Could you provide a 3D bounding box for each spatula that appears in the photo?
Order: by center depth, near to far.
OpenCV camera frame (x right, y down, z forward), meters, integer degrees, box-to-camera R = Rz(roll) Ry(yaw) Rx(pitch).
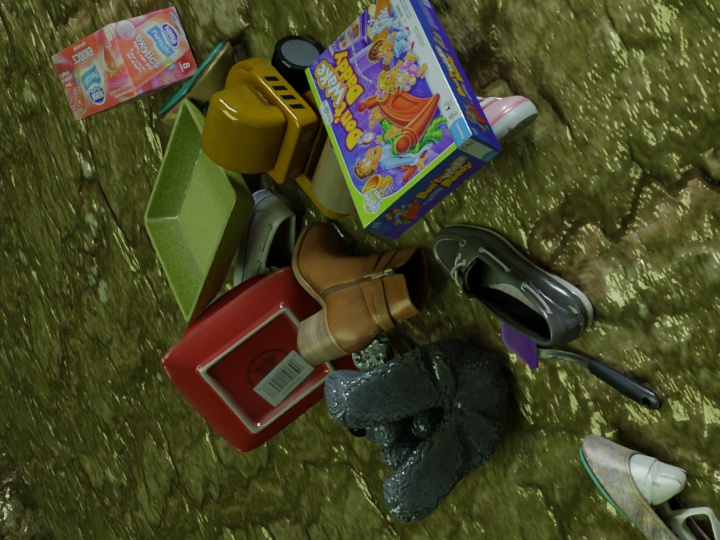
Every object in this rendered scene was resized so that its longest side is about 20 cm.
[{"bbox_3d":[0.207,0.088,1.030,0.200,0.021,0.057,24,136,41],"label":"spatula"}]

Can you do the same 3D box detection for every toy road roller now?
[{"bbox_3d":[-0.079,-0.143,1.143,0.200,0.146,0.123,49,144,20],"label":"toy road roller"}]

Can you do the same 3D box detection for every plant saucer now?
[{"bbox_3d":[-0.193,-0.074,1.299,0.200,0.048,0.200,59,135,39],"label":"plant saucer"}]

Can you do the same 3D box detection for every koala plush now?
[{"bbox_3d":[0.055,0.151,1.183,0.178,0.184,0.200,60,167,-7],"label":"koala plush"}]

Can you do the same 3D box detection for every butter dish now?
[{"bbox_3d":[-0.135,0.089,1.322,0.200,0.200,0.148,55,175,-35],"label":"butter dish"}]

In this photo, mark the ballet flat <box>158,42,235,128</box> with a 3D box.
[{"bbox_3d":[-0.189,-0.223,1.326,0.063,0.069,0.200,39,152,-15],"label":"ballet flat"}]

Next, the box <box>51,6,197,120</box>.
[{"bbox_3d":[-0.314,-0.272,1.409,0.200,0.103,0.095,-5,109,52],"label":"box"}]

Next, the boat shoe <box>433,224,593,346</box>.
[{"bbox_3d":[0.135,0.012,1.043,0.200,0.057,0.067,32,135,37],"label":"boat shoe"}]

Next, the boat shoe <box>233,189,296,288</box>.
[{"bbox_3d":[-0.112,-0.007,1.350,0.070,0.071,0.200,34,135,27],"label":"boat shoe"}]

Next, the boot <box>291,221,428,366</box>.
[{"bbox_3d":[0.000,0.000,1.186,0.155,0.200,0.077,-28,128,29],"label":"boot"}]

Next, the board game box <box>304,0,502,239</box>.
[{"bbox_3d":[0.033,-0.148,0.971,0.134,0.045,0.200,-40,53,28],"label":"board game box"}]

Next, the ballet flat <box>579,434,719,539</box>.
[{"bbox_3d":[0.289,0.224,0.990,0.200,0.068,0.067,52,125,7],"label":"ballet flat"}]

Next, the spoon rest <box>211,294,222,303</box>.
[{"bbox_3d":[-0.207,0.098,1.564,0.099,0.061,0.200,47,156,24],"label":"spoon rest"}]

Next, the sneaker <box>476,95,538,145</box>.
[{"bbox_3d":[0.077,-0.141,1.001,0.105,0.075,0.200,59,150,-2],"label":"sneaker"}]
